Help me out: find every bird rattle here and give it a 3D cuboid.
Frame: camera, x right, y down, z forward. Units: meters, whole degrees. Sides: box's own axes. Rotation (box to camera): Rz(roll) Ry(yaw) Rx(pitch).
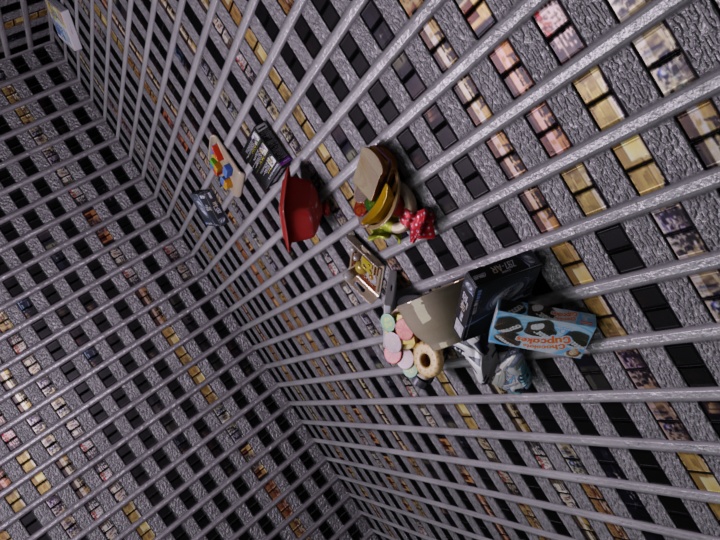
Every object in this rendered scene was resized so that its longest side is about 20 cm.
[{"bbox_3d":[0.093,-0.140,1.544,0.199,0.112,0.165,-12,93,59],"label":"bird rattle"}]

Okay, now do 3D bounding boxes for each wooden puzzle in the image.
[{"bbox_3d":[-0.519,-0.388,2.359,0.201,0.046,0.185,52,154,8],"label":"wooden puzzle"}]

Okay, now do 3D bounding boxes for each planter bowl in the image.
[{"bbox_3d":[0.202,0.110,1.494,0.136,0.199,0.200,67,154,4],"label":"planter bowl"}]

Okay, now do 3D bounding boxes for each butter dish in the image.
[{"bbox_3d":[-0.165,-0.186,1.891,0.201,0.146,0.201,90,179,-49],"label":"butter dish"}]

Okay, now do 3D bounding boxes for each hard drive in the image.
[{"bbox_3d":[0.087,0.115,1.824,0.026,0.133,0.201,6,138,7],"label":"hard drive"}]

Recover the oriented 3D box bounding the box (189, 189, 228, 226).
[{"bbox_3d":[-0.668,-0.276,2.748,0.199,0.043,0.161,11,130,56],"label":"box"}]

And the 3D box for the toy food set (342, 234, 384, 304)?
[{"bbox_3d":[0.000,0.000,1.901,0.143,0.060,0.201,44,152,24],"label":"toy food set"}]

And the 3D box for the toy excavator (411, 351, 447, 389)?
[{"bbox_3d":[0.152,0.237,1.839,0.199,0.194,0.100,35,105,16],"label":"toy excavator"}]

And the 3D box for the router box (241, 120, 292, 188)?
[{"bbox_3d":[-0.306,-0.369,2.007,0.150,0.051,0.200,55,154,-2],"label":"router box"}]

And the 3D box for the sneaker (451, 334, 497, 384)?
[{"bbox_3d":[0.276,0.196,1.617,0.129,0.079,0.201,11,129,47],"label":"sneaker"}]

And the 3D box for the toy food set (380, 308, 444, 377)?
[{"bbox_3d":[0.138,0.194,1.693,0.197,0.048,0.202,-7,97,42],"label":"toy food set"}]

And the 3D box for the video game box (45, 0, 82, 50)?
[{"bbox_3d":[-1.431,-1.189,2.999,0.182,0.047,0.201,38,149,28],"label":"video game box"}]

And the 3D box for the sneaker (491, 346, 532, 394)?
[{"bbox_3d":[0.387,0.241,1.522,0.086,0.078,0.201,31,154,19],"label":"sneaker"}]

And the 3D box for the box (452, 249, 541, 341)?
[{"bbox_3d":[0.289,0.057,1.338,0.201,0.159,0.044,93,154,-50],"label":"box"}]

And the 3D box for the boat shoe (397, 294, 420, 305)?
[{"bbox_3d":[0.184,0.125,1.727,0.199,0.072,0.068,18,134,42],"label":"boat shoe"}]

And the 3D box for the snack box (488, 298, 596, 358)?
[{"bbox_3d":[0.377,0.123,1.304,0.198,0.037,0.117,9,141,8],"label":"snack box"}]

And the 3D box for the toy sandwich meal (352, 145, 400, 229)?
[{"bbox_3d":[0.026,-0.202,1.530,0.204,0.070,0.208,-10,78,53],"label":"toy sandwich meal"}]
